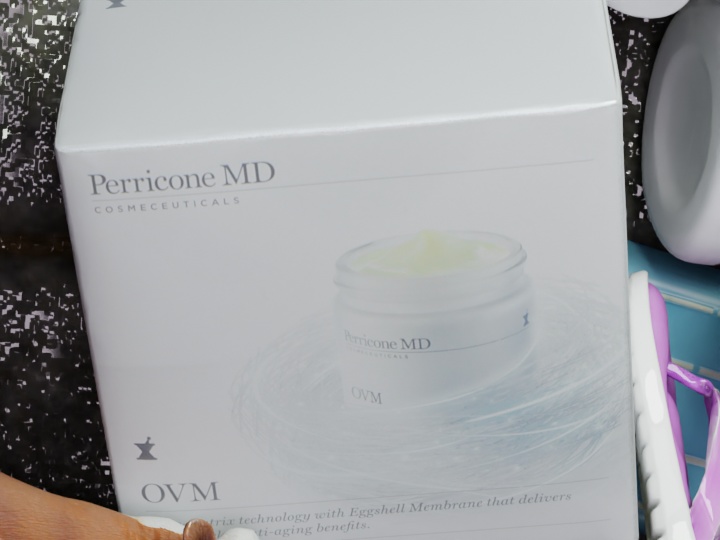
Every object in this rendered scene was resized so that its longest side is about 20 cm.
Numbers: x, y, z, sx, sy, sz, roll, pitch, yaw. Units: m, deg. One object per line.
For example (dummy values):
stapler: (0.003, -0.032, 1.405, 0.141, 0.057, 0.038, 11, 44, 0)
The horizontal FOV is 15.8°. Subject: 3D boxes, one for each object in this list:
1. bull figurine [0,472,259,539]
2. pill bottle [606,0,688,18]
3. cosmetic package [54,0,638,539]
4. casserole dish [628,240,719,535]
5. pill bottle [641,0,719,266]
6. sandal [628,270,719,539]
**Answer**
bull figurine: (-0.127, 0.122, 0.943, 0.199, 0.065, 0.122, 23, 66, 1)
pill bottle: (0.155, -0.184, 1.013, 0.200, 0.111, 0.111, -45, 107, -29)
cosmetic package: (0.000, 0.000, 0.984, 0.198, 0.123, 0.201, -5, 122, 3)
casserole dish: (0.133, 0.057, 1.120, 0.199, 0.039, 0.122, 17, 94, -14)
pill bottle: (0.227, -0.052, 1.084, 0.199, 0.112, 0.113, 5, 98, -13)
sandal: (0.139, 0.099, 1.046, 0.049, 0.082, 0.204, -9, 77, 3)
